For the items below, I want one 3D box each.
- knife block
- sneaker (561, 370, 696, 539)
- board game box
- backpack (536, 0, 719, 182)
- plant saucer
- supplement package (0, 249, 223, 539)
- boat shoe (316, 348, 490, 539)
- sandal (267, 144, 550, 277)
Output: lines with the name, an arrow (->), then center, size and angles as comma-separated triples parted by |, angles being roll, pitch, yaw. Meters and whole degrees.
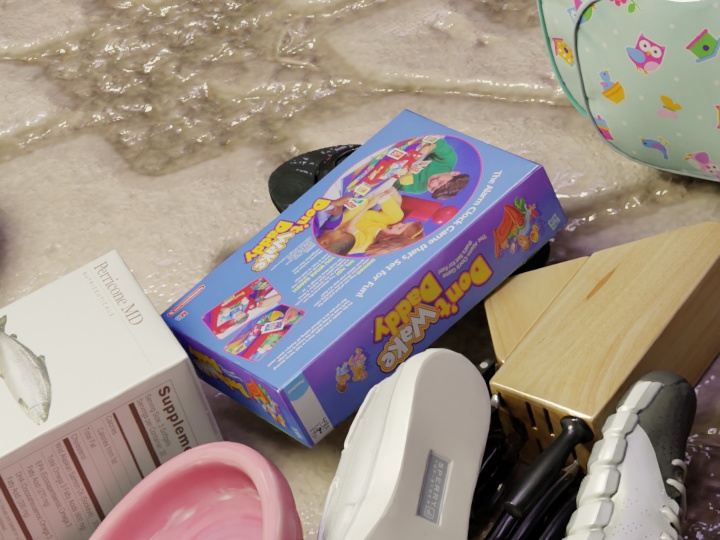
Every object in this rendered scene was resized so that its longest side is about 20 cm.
knife block -> 0.129, 0.074, 1.297 | 0.199, 0.064, 0.176 | -15, 43, 3
sneaker -> 0.160, 0.150, 1.211 | 0.115, 0.075, 0.201 | 15, 62, 26
board game box -> 0.000, 0.000, 1.359 | 0.200, 0.045, 0.134 | -40, 35, -17
backpack -> 0.200, -0.147, 1.418 | 0.199, 0.177, 0.153 | 15, 48, 36
plant saucer -> -0.093, 0.186, 1.219 | 0.200, 0.051, 0.201 | -38, 33, 30
supplement package -> -0.186, 0.102, 1.339 | 0.199, 0.118, 0.117 | -28, 41, -11
boat shoe -> 0.008, 0.133, 1.212 | 0.068, 0.072, 0.201 | -26, 45, 51
sandal -> 0.027, -0.046, 1.467 | 0.199, 0.048, 0.075 | 18, 54, 33
